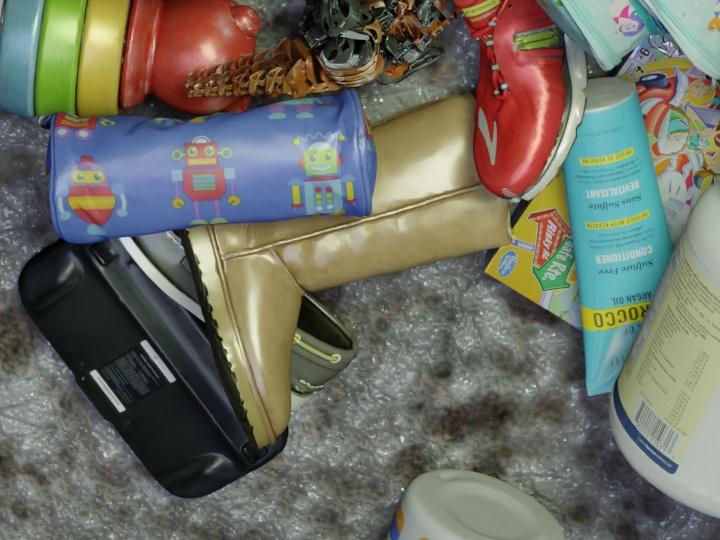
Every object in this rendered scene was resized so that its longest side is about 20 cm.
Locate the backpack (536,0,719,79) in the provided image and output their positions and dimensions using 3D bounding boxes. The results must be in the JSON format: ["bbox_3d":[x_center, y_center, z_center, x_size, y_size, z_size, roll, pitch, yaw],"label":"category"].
[{"bbox_3d":[0.155,-0.197,1.590,0.200,0.178,0.151,42,101,-16],"label":"backpack"}]

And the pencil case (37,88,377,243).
[{"bbox_3d":[-0.090,-0.062,1.703,0.199,0.087,0.078,-5,99,1],"label":"pencil case"}]

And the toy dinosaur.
[{"bbox_3d":[-0.005,-0.152,1.713,0.102,0.200,0.136,29,151,37],"label":"toy dinosaur"}]

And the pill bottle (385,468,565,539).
[{"bbox_3d":[0.050,0.240,1.877,0.112,0.112,0.200,20,113,-2],"label":"pill bottle"}]

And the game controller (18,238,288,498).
[{"bbox_3d":[-0.136,0.059,1.871,0.104,0.042,0.200,-27,106,31],"label":"game controller"}]

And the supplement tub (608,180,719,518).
[{"bbox_3d":[0.243,0.033,1.690,0.145,0.145,0.200,20,122,-2],"label":"supplement tub"}]

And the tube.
[{"bbox_3d":[0.160,-0.018,1.762,0.077,0.050,0.200,-9,115,9],"label":"tube"}]

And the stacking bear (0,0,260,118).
[{"bbox_3d":[-0.162,-0.142,1.755,0.199,0.114,0.122,7,113,-1],"label":"stacking bear"}]

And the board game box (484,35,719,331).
[{"bbox_3d":[0.186,-0.048,1.787,0.134,0.034,0.200,30,112,-6],"label":"board game box"}]

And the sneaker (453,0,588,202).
[{"bbox_3d":[0.084,-0.142,1.694,0.077,0.085,0.201,3,86,45],"label":"sneaker"}]

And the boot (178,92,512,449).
[{"bbox_3d":[0.000,0.000,1.764,0.199,0.066,0.176,-16,95,-9],"label":"boot"}]

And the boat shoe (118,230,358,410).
[{"bbox_3d":[-0.084,0.001,1.820,0.060,0.072,0.202,-37,110,21],"label":"boat shoe"}]

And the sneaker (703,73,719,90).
[{"bbox_3d":[0.229,-0.138,1.700,0.200,0.090,0.067,28,141,-12],"label":"sneaker"}]
